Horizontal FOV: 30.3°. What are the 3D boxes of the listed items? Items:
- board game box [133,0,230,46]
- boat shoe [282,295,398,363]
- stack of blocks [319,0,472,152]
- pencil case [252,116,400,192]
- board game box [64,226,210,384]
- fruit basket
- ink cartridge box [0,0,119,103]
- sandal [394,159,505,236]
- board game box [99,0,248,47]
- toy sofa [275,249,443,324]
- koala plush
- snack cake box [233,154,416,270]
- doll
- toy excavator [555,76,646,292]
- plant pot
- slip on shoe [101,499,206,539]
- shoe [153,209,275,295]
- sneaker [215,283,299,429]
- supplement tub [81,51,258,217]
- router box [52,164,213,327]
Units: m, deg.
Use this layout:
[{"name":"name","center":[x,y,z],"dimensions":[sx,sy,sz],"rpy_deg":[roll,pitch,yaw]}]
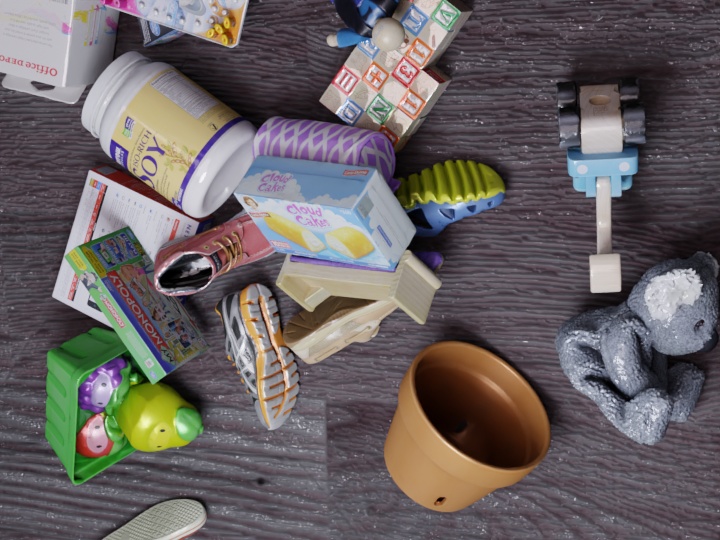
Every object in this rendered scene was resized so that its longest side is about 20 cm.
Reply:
[{"name":"board game box","center":[-0.203,-0.408,1.715],"dimensions":[0.199,0.062,0.201],"rpy_deg":[-8,99,20]},{"name":"boat shoe","center":[-0.005,0.058,1.750],"dimensions":[0.199,0.071,0.065],"rpy_deg":[-27,127,18]},{"name":"stack of blocks","center":[0.055,-0.258,1.657],"dimensions":[0.115,0.059,0.200],"rpy_deg":[39,111,8]},{"name":"pencil case","center":[-0.048,-0.142,1.672],"dimensions":[0.199,0.084,0.086],"rpy_deg":[15,143,42]},{"name":"board game box","center":[-0.291,0.043,1.752],"dimensions":[0.029,0.135,0.201],"rpy_deg":[-35,90,22]},{"name":"fruit basket","center":[-0.328,0.199,1.838],"dimensions":[0.215,0.155,0.217],"rpy_deg":[20,123,34]},{"name":"ink cartridge box","center":[-0.407,-0.333,1.768],"dimensions":[0.128,0.125,0.201],"rpy_deg":[16,107,16]},{"name":"sandal","center":[0.088,-0.081,1.685],"dimensions":[0.199,0.080,0.087],"rpy_deg":[-9,131,16]},{"name":"board game box","center":[-0.225,-0.405,1.676],"dimensions":[0.199,0.026,0.201],"rpy_deg":[20,108,14]},{"name":"toy sofa","center":[0.000,0.000,1.673],"dimensions":[0.199,0.083,0.098],"rpy_deg":[6,67,38]},{"name":"koala plush","center":[0.347,0.066,1.569],"dimensions":[0.184,0.177,0.201],"rpy_deg":[40,116,18]},{"name":"snack cake box","center":[-0.044,-0.072,1.618],"dimensions":[0.199,0.067,0.115],"rpy_deg":[10,148,40]},{"name":"doll","center":[-0.003,-0.332,1.621],"dimensions":[0.137,0.048,0.200],"rpy_deg":[-51,53,21]},{"name":"toy excavator","center":[0.286,-0.102,1.558],"dimensions":[0.099,0.195,0.201],"rpy_deg":[-4,124,10]},{"name":"plant pot","center":[0.121,0.210,1.676],"dimensions":[0.200,0.200,0.140],"rpy_deg":[39,128,8]},{"name":"slip on shoe","center":[-0.301,0.392,1.929],"dimensions":[0.199,0.074,0.061],"rpy_deg":[-31,125,17]},{"name":"shoe","center":[-0.178,-0.023,1.745],"dimensions":[0.199,0.091,0.072],"rpy_deg":[-19,112,2]},{"name":"sneaker","center":[-0.142,0.118,1.808],"dimensions":[0.077,0.078,0.201],"rpy_deg":[-8,96,34]},{"name":"supplement tub","center":[-0.248,-0.180,1.735],"dimensions":[0.200,0.145,0.146],"rpy_deg":[35,111,9]},{"name":"router box","center":[-0.319,-0.018,1.847],"dimensions":[0.179,0.049,0.201],"rpy_deg":[26,109,12]}]
